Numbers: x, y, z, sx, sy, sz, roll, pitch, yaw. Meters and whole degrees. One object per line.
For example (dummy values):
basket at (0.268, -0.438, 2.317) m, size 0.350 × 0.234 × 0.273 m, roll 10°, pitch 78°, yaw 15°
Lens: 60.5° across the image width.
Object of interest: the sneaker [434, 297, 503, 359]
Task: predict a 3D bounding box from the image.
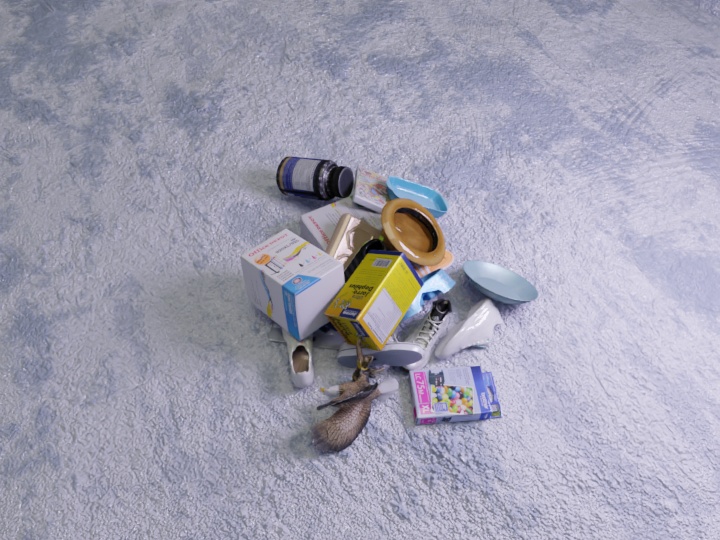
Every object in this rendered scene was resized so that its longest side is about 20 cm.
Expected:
sneaker at (0.265, 0.157, 1.465) m, size 0.200 × 0.075 × 0.089 m, roll -40°, pitch 94°, yaw -20°

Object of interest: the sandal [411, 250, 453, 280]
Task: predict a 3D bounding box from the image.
sandal at (0.160, -0.012, 1.594) m, size 0.206 × 0.059 × 0.079 m, roll -33°, pitch 60°, yaw -26°

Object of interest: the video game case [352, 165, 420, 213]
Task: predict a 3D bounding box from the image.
video game case at (0.075, -0.204, 1.699) m, size 0.199 × 0.023 × 0.182 m, roll 21°, pitch 34°, yaw -12°

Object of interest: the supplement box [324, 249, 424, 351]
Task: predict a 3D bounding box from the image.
supplement box at (0.033, 0.063, 1.383) m, size 0.109 × 0.109 × 0.200 m, roll 5°, pitch 50°, yaw 46°

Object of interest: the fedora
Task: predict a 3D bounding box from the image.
fedora at (0.119, -0.083, 1.538) m, size 0.200 × 0.082 × 0.202 m, roll 20°, pitch 53°, yaw -28°

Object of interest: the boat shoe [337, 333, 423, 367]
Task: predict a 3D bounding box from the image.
boat shoe at (0.047, 0.169, 1.408) m, size 0.201 × 0.075 × 0.086 m, roll -9°, pitch 49°, yaw 22°

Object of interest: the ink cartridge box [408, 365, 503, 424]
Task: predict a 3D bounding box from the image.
ink cartridge box at (0.213, 0.275, 1.377) m, size 0.199 × 0.042 × 0.120 m, roll -2°, pitch 51°, yaw -7°

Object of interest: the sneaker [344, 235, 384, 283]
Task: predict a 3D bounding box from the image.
sneaker at (0.000, 0.000, 1.479) m, size 0.071 × 0.083 × 0.201 m, roll 28°, pitch 71°, yaw -9°

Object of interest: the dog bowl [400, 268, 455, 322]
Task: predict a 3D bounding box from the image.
dog bowl at (0.137, 0.060, 1.491) m, size 0.200 × 0.111 × 0.050 m, roll -33°, pitch 94°, yaw -23°

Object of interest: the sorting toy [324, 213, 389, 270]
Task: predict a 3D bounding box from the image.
sorting toy at (0.008, -0.023, 1.552) m, size 0.199 × 0.036 × 0.186 m, roll 26°, pitch 70°, yaw -10°

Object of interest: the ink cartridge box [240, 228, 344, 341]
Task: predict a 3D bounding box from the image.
ink cartridge box at (-0.154, 0.028, 1.419) m, size 0.147 × 0.145 × 0.200 m, roll -33°, pitch 48°, yaw -32°

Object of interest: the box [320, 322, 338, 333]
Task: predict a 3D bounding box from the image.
box at (-0.104, 0.077, 1.515) m, size 0.199 × 0.033 × 0.121 m, roll 27°, pitch 50°, yaw 21°

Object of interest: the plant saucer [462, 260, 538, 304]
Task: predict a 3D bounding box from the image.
plant saucer at (0.345, 0.038, 1.546) m, size 0.200 × 0.039 × 0.201 m, roll 15°, pitch 23°, yaw -7°

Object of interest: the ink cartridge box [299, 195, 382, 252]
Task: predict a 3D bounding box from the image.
ink cartridge box at (-0.042, -0.107, 1.641) m, size 0.199 × 0.084 × 0.145 m, roll -24°, pitch 56°, yaw -23°

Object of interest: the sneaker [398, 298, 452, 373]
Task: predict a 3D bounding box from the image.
sneaker at (0.150, 0.138, 1.433) m, size 0.075 × 0.116 × 0.201 m, roll 28°, pitch 54°, yaw 16°

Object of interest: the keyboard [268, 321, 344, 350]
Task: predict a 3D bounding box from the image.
keyboard at (-0.117, 0.156, 1.473) m, size 0.199 × 0.011 × 0.057 m, roll 7°, pitch 56°, yaw 2°

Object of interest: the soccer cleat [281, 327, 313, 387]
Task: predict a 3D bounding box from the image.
soccer cleat at (-0.139, 0.169, 1.408) m, size 0.069 × 0.078 × 0.201 m, roll -8°, pitch 55°, yaw -8°

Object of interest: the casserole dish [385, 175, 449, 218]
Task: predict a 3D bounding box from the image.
casserole dish at (0.151, -0.197, 1.695) m, size 0.199 × 0.039 × 0.121 m, roll 13°, pitch 37°, yaw -23°

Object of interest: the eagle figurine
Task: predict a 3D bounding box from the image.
eagle figurine at (-0.022, 0.273, 1.301) m, size 0.150 × 0.152 × 0.200 m, roll -26°, pitch 23°, yaw 29°

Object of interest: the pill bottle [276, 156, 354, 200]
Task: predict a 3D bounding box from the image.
pill bottle at (-0.124, -0.252, 1.707) m, size 0.199 × 0.112 × 0.112 m, roll 11°, pitch 49°, yaw 27°
